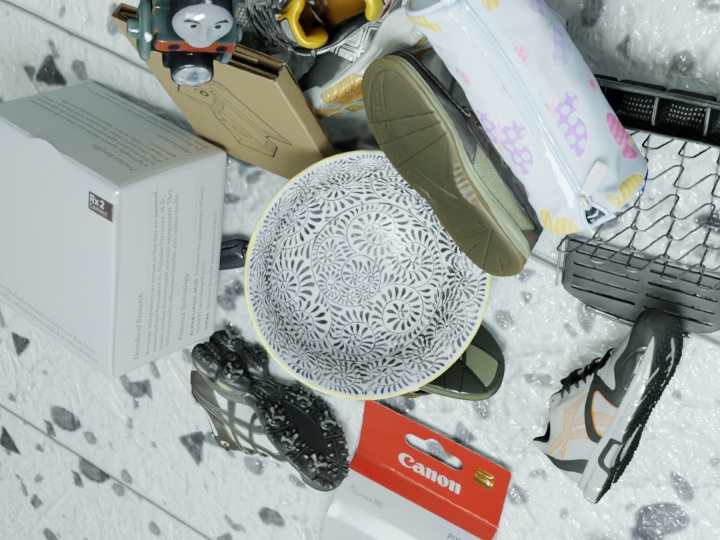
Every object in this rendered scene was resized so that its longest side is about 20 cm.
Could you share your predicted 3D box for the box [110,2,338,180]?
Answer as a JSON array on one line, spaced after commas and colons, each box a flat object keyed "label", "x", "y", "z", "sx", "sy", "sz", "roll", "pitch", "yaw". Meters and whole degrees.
[{"label": "box", "x": -0.099, "y": -0.134, "z": 1.028, "sx": 0.163, "sy": 0.021, "sz": 0.200, "roll": 24, "pitch": 165, "yaw": 25}]

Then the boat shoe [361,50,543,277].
[{"label": "boat shoe", "x": 0.075, "y": -0.088, "z": 0.965, "sx": 0.072, "sy": 0.066, "sz": 0.201, "roll": -15, "pitch": 116, "yaw": 48}]

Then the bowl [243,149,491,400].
[{"label": "bowl", "x": 0.000, "y": 0.000, "z": 1.038, "sx": 0.200, "sy": 0.094, "sz": 0.201, "roll": -1, "pitch": 96, "yaw": -10}]

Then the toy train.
[{"label": "toy train", "x": -0.123, "y": -0.234, "z": 0.887, "sx": 0.114, "sy": 0.085, "sz": 0.200, "roll": 125, "pitch": 143, "yaw": -63}]

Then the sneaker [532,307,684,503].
[{"label": "sneaker", "x": 0.188, "y": 0.101, "z": 0.981, "sx": 0.080, "sy": 0.074, "sz": 0.200, "roll": 37, "pitch": 136, "yaw": 22}]

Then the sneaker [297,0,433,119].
[{"label": "sneaker", "x": 0.012, "y": -0.193, "z": 0.985, "sx": 0.200, "sy": 0.076, "sz": 0.088, "roll": -33, "pitch": 78, "yaw": 34}]

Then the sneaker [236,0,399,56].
[{"label": "sneaker", "x": -0.048, "y": -0.197, "z": 0.916, "sx": 0.200, "sy": 0.082, "sz": 0.078, "roll": -14, "pitch": 124, "yaw": 43}]

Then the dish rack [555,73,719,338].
[{"label": "dish rack", "x": 0.211, "y": -0.042, "z": 0.921, "sx": 0.153, "sy": 0.055, "sz": 0.200, "roll": 17, "pitch": 120, "yaw": 28}]

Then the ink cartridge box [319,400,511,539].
[{"label": "ink cartridge box", "x": 0.045, "y": 0.238, "z": 1.169, "sx": 0.160, "sy": 0.047, "sz": 0.200, "roll": 25, "pitch": 126, "yaw": 23}]

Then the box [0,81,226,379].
[{"label": "box", "x": -0.240, "y": -0.042, "z": 1.159, "sx": 0.199, "sy": 0.131, "sz": 0.200, "roll": 29, "pitch": 125, "yaw": 32}]

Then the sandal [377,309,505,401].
[{"label": "sandal", "x": 0.038, "y": 0.075, "z": 1.092, "sx": 0.201, "sy": 0.080, "sz": 0.057, "roll": 8, "pitch": 143, "yaw": 33}]

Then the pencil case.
[{"label": "pencil case", "x": 0.111, "y": -0.119, "z": 0.830, "sx": 0.083, "sy": 0.091, "sz": 0.200, "roll": -22, "pitch": 114, "yaw": 32}]

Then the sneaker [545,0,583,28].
[{"label": "sneaker", "x": 0.129, "y": -0.177, "z": 0.902, "sx": 0.200, "sy": 0.082, "sz": 0.075, "roll": 94, "pitch": 153, "yaw": -47}]

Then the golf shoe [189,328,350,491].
[{"label": "golf shoe", "x": -0.090, "y": 0.148, "z": 1.207, "sx": 0.200, "sy": 0.078, "sz": 0.095, "roll": 45, "pitch": 133, "yaw": 23}]

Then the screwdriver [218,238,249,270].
[{"label": "screwdriver", "x": -0.070, "y": -0.024, "z": 1.146, "sx": 0.200, "sy": 0.029, "sz": 0.028, "roll": -10, "pitch": 105, "yaw": 30}]
